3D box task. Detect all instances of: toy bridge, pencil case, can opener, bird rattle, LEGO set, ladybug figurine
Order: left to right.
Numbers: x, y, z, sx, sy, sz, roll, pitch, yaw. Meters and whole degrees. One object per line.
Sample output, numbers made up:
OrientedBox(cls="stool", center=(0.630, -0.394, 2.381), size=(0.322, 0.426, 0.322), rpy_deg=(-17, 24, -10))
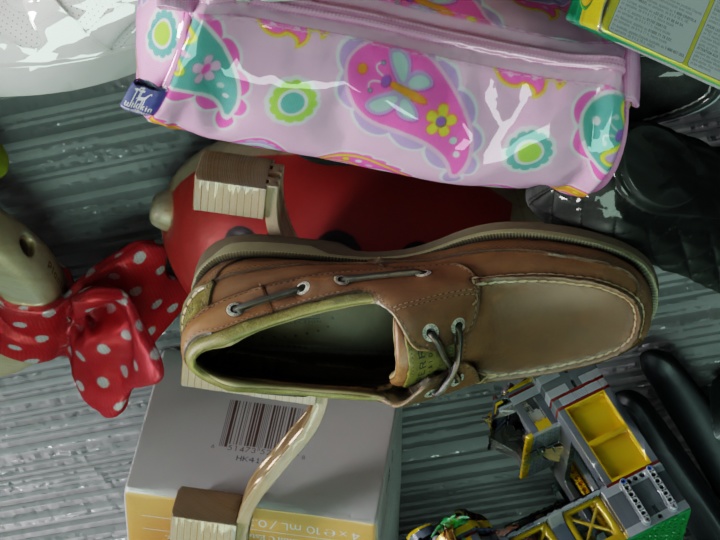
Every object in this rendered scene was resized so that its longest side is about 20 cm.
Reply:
OrientedBox(cls="bird rattle", center=(-0.183, 0.000, 1.149), size=(0.163, 0.113, 0.200), rpy_deg=(-18, 144, 35))
OrientedBox(cls="toy bridge", center=(-0.046, 0.044, 1.091), size=(0.067, 0.027, 0.201), rpy_deg=(7, 121, 3))
OrientedBox(cls="ladybug figurine", center=(0.000, 0.000, 1.126), size=(0.199, 0.072, 0.136), rpy_deg=(10, 134, -6))
OrientedBox(cls="pencil case", center=(0.009, -0.083, 0.962), size=(0.199, 0.088, 0.088), rpy_deg=(11, 134, -16))
OrientedBox(cls="LEGO set", center=(0.070, 0.124, 1.186), size=(0.153, 0.116, 0.200), rpy_deg=(-28, 153, -7))
OrientedBox(cls="can opener", center=(0.183, 0.115, 1.239), size=(0.078, 0.063, 0.200), rpy_deg=(-2, 130, 44))

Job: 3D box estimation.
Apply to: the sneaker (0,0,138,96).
OrientedBox(cls="sneaker", center=(-0.097, -0.142, 1.003), size=(0.199, 0.074, 0.116), rpy_deg=(-12, 129, 4))

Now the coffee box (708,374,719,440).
OrientedBox(cls="coffee box", center=(0.284, 0.082, 1.206), size=(0.200, 0.044, 0.123), rpy_deg=(32, 127, -25))

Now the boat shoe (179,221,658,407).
OrientedBox(cls="boat shoe", center=(0.025, 0.027, 1.020), size=(0.199, 0.068, 0.072), rpy_deg=(-3, 120, 7))

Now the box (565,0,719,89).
OrientedBox(cls="box", center=(0.169, -0.163, 0.925), size=(0.117, 0.048, 0.201), rpy_deg=(22, 96, -17))

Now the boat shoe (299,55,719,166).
OrientedBox(cls="boat shoe", center=(0.062, -0.074, 1.054), size=(0.199, 0.066, 0.070), rpy_deg=(1, 135, 2))

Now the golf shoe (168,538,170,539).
OrientedBox(cls="golf shoe", center=(-0.037, 0.214, 1.175), size=(0.200, 0.078, 0.097), rpy_deg=(44, 129, -3))

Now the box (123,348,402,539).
OrientedBox(cls="box", center=(-0.046, 0.148, 1.248), size=(0.124, 0.098, 0.201), rpy_deg=(6, 135, 6))

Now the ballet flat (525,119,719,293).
OrientedBox(cls="ballet flat", center=(0.151, -0.021, 1.088), size=(0.057, 0.067, 0.200), rpy_deg=(-15, 153, 40))
